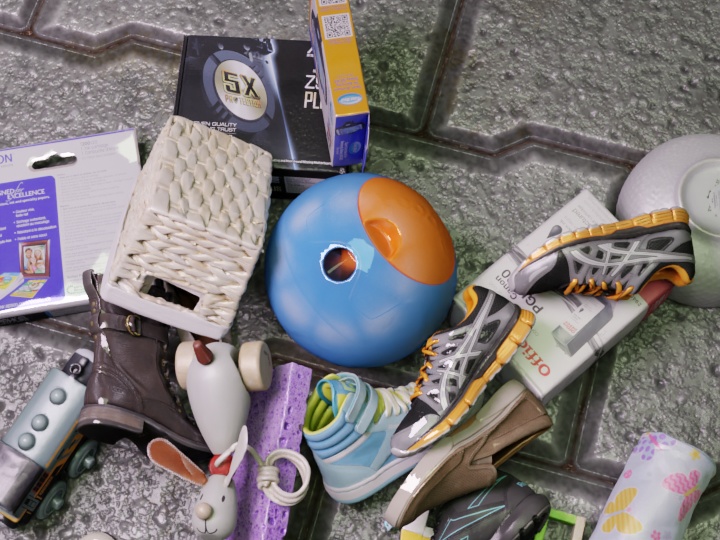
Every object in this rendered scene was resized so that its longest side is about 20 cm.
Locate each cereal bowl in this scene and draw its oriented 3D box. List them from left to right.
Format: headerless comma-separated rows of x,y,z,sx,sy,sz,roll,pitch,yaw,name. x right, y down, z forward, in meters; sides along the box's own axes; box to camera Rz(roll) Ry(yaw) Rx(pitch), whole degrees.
0.387,-0.066,1.260,0.199,0.083,0.201,0,70,1,cereal bowl

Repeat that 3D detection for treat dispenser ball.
0.000,0.000,1.177,0.200,0.201,0.202,0,71,0,treat dispenser ball

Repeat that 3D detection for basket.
-0.171,-0.051,1.163,0.135,0.124,0.200,20,33,-15,basket

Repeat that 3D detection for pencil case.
0.285,0.263,1.143,0.091,0.083,0.201,39,71,-30,pencil case

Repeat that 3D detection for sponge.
-0.102,0.200,1.158,0.030,0.111,0.201,21,68,-29,sponge

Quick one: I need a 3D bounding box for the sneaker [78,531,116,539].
-0.307,0.345,1.115,0.070,0.093,0.200,35,75,11,sneaker

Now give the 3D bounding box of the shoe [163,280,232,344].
-0.178,0.021,1.248,0.070,0.053,0.201,-15,71,-5,shoe

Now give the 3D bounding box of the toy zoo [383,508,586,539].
0.120,0.290,1.170,0.199,0.020,0.132,15,72,6,toy zoo

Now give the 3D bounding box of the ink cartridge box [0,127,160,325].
-0.333,-0.049,1.279,0.197,0.043,0.201,-9,73,-3,ink cartridge box

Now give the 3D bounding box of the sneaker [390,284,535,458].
0.088,0.100,1.126,0.077,0.078,0.200,40,71,3,sneaker

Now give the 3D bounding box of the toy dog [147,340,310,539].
-0.139,0.145,1.087,0.131,0.096,0.201,-25,64,8,toy dog

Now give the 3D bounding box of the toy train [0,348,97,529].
-0.317,0.171,1.165,0.085,0.114,0.200,31,74,10,toy train

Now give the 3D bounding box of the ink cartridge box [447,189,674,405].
0.213,0.033,1.226,0.200,0.085,0.146,-39,75,-10,ink cartridge box

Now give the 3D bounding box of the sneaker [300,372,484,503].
0.029,0.137,1.162,0.200,0.131,0.080,-36,31,-12,sneaker

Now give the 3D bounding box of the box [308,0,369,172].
-0.023,-0.204,1.201,0.041,0.119,0.201,-6,70,-5,box

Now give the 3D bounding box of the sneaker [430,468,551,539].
0.098,0.280,1.134,0.200,0.076,0.079,-39,61,-19,sneaker

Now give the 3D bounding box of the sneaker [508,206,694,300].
0.248,-0.004,1.148,0.199,0.078,0.078,-15,78,-5,sneaker

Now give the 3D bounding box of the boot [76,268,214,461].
-0.207,0.098,1.168,0.069,0.200,0.175,-18,58,32,boot

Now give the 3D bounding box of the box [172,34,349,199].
-0.108,-0.173,1.298,0.199,0.086,0.165,4,70,2,box

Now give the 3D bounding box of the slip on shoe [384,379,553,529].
0.109,0.191,1.127,0.200,0.076,0.061,-38,69,-26,slip on shoe
